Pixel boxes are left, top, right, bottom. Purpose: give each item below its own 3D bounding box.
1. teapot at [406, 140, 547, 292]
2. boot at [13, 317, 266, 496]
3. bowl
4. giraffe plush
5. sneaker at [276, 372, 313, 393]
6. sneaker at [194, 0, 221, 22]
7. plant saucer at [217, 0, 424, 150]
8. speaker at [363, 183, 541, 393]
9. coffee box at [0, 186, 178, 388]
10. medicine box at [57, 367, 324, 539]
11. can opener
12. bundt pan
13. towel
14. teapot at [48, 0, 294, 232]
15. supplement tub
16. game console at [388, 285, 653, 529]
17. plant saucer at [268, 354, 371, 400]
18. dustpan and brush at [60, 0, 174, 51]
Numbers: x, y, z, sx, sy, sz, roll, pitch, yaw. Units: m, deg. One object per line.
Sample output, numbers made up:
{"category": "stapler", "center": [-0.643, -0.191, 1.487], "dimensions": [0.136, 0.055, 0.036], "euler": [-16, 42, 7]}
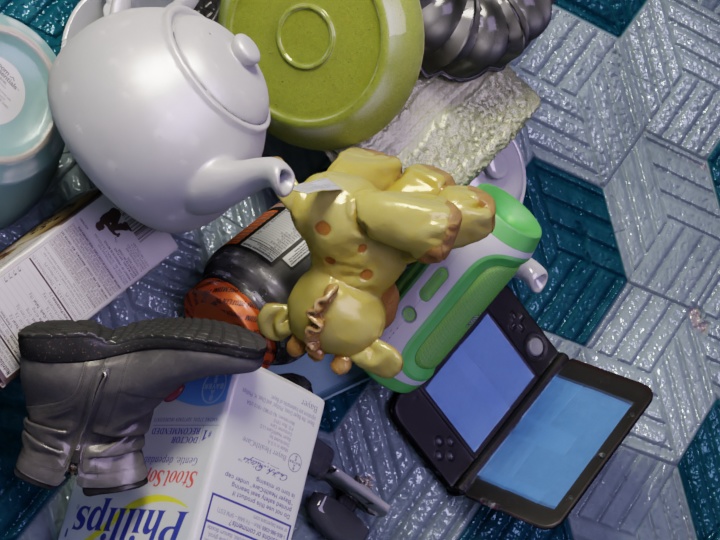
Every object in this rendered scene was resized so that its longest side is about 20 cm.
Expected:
{"category": "teapot", "center": [0.087, -0.093, 1.670], "dimensions": [0.199, 0.146, 0.199], "euler": [21, 70, -28]}
{"category": "boot", "center": [-0.171, 0.107, 1.359], "dimensions": [0.199, 0.070, 0.133], "euler": [0, 100, 4]}
{"category": "bowl", "center": [-0.318, -0.133, 1.432], "dimensions": [0.200, 0.105, 0.202], "euler": [6, 79, -33]}
{"category": "giraffe plush", "center": [0.000, 0.000, 1.454], "dimensions": [0.199, 0.172, 0.163], "euler": [-6, 115, -41]}
{"category": "sneaker", "center": [-0.086, 0.183, 1.530], "dimensions": [0.079, 0.074, 0.201], "euler": [11, 105, -44]}
{"category": "sneaker", "center": [-0.156, -0.179, 1.584], "dimensions": [0.083, 0.071, 0.201], "euler": [63, 35, -56]}
{"category": "plant saucer", "center": [-0.042, -0.202, 1.499], "dimensions": [0.031, 0.199, 0.201], "euler": [-25, 97, -64]}
{"category": "speaker", "center": [0.078, 0.018, 1.594], "dimensions": [0.088, 0.200, 0.089], "euler": [31, 24, -16]}
{"category": "coffee box", "center": [-0.264, 0.013, 1.438], "dimensions": [0.200, 0.113, 0.080], "euler": [-41, 105, -31]}
{"category": "medicine box", "center": [-0.145, 0.184, 1.436], "dimensions": [0.103, 0.182, 0.201], "euler": [30, 66, -38]}
{"category": "can opener", "center": [-0.053, 0.180, 1.585], "dimensions": [0.200, 0.053, 0.067], "euler": [42, 63, -21]}
{"category": "bundt pan", "center": [0.096, -0.270, 1.529], "dimensions": [0.201, 0.076, 0.203], "euler": [1, 88, -23]}
{"category": "towel", "center": [0.061, -0.137, 1.570], "dimensions": [0.200, 0.036, 0.148], "euler": [-44, 95, -20]}
{"category": "teapot", "center": [-0.143, -0.142, 1.394], "dimensions": [0.200, 0.146, 0.198], "euler": [47, 21, -15]}
{"category": "supplement tub", "center": [-0.057, 0.002, 1.572], "dimensions": [0.200, 0.122, 0.123], "euler": [-40, 104, -31]}
{"category": "game console", "center": [0.157, 0.126, 1.695], "dimensions": [0.173, 0.118, 0.200], "euler": [52, 58, -15]}
{"category": "plant saucer", "center": [-0.014, 0.075, 1.651], "dimensions": [0.199, 0.019, 0.070], "euler": [-23, 95, -33]}
{"category": "dustpan and brush", "center": [-0.215, -0.226, 1.534], "dimensions": [0.139, 0.057, 0.201], "euler": [-23, 60, -3]}
